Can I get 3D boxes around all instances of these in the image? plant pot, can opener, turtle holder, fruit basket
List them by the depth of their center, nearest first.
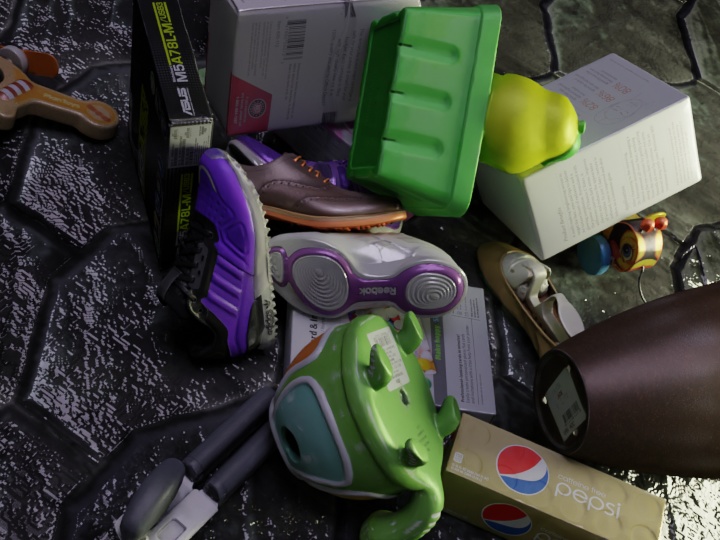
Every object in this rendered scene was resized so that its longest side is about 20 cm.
[{"bbox_3d":[-0.122,0.161,0.900,0.053,0.067,0.200,36,49,13],"label":"can opener"},{"bbox_3d":[0.006,0.135,0.917,0.186,0.131,0.141,57,25,-23],"label":"turtle holder"},{"bbox_3d":[0.267,0.110,0.993,0.198,0.188,0.188,-4,52,-22],"label":"plant pot"},{"bbox_3d":[0.106,-0.150,1.057,0.213,0.155,0.218,-1,94,-21],"label":"fruit basket"}]

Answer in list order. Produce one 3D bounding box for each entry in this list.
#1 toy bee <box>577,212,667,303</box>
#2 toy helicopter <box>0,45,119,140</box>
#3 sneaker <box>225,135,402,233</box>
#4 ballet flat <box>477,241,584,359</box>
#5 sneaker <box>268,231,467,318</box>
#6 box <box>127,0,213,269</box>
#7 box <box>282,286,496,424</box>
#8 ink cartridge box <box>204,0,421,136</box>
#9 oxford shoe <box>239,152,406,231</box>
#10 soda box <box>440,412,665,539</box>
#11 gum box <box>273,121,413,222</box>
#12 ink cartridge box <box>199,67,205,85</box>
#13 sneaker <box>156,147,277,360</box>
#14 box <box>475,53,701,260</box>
[{"bbox_3d":[0.295,-0.038,1.187,0.130,0.109,0.200,-29,63,-36],"label":"toy bee"},{"bbox_3d":[-0.350,-0.187,1.137,0.198,0.079,0.133,17,37,-18],"label":"toy helicopter"},{"bbox_3d":[-0.047,-0.087,1.127,0.199,0.081,0.084,28,63,-3],"label":"sneaker"},{"bbox_3d":[0.189,0.031,1.121,0.068,0.063,0.201,-12,55,-28],"label":"ballet flat"},{"bbox_3d":[0.000,0.000,1.041,0.198,0.076,0.100,9,20,-5],"label":"sneaker"},{"bbox_3d":[-0.188,-0.138,1.046,0.047,0.201,0.194,-8,54,-20],"label":"box"},{"bbox_3d":[0.027,0.071,1.047,0.198,0.041,0.157,9,47,-10],"label":"box"},{"bbox_3d":[-0.052,-0.229,1.118,0.198,0.148,0.083,-10,45,-24],"label":"ink cartridge box"},{"bbox_3d":[-0.053,-0.076,1.041,0.197,0.071,0.074,4,89,-2],"label":"oxford shoe"},{"bbox_3d":[0.165,0.206,0.961,0.198,0.064,0.068,23,47,2],"label":"soda box"},{"bbox_3d":[0.006,-0.149,1.212,0.200,0.066,0.113,41,51,18],"label":"gum box"},{"bbox_3d":[-0.090,-0.256,1.273,0.199,0.060,0.104,-28,59,-36],"label":"ink cartridge box"},{"bbox_3d":[-0.135,-0.004,0.962,0.099,0.202,0.069,-18,28,-23],"label":"sneaker"},{"bbox_3d":[0.235,-0.127,1.167,0.198,0.107,0.152,-26,34,-6],"label":"box"}]
